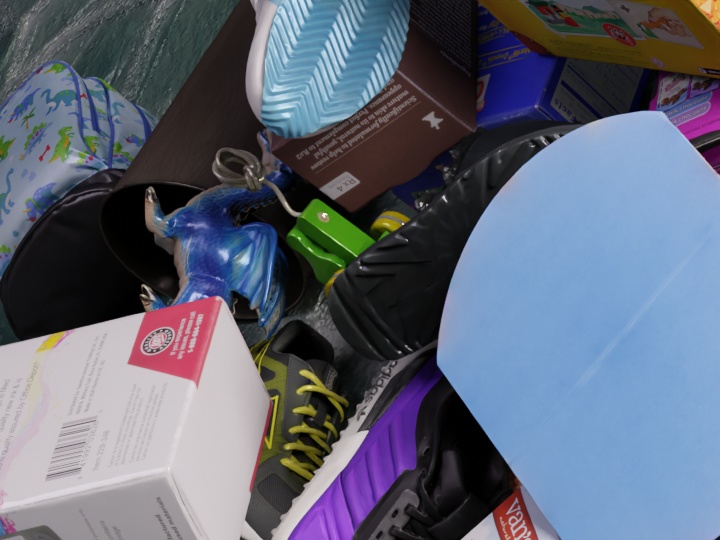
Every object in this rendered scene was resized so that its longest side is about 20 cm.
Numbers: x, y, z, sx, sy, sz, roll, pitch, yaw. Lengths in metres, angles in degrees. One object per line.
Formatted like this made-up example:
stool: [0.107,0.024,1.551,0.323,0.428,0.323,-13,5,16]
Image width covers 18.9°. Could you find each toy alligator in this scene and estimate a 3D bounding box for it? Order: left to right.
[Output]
toy alligator: [0.000,0.000,1.201,0.059,0.199,0.054,-51,-14,-31]

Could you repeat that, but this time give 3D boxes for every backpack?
backpack: [-0.208,-0.061,1.598,0.163,0.153,0.200,-46,16,27]

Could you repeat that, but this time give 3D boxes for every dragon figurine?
dragon figurine: [-0.073,0.004,1.236,0.059,0.098,0.202,83,-172,-72]

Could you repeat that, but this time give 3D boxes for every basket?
basket: [-0.060,-0.091,1.402,0.180,0.136,0.201,-24,34,58]

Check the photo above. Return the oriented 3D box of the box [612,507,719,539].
box: [0.178,0.042,0.963,0.161,0.049,0.201,-33,33,26]

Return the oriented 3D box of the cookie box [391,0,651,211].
cookie box: [0.098,-0.143,1.273,0.171,0.075,0.201,-9,52,51]

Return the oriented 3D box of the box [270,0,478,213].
box: [0.010,-0.143,1.252,0.100,0.075,0.201,-32,39,33]

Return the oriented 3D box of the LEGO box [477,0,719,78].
LEGO box: [0.116,-0.171,1.064,0.077,0.149,0.199,-57,32,-10]

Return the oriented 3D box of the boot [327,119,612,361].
boot: [0.090,-0.040,1.083,0.199,0.077,0.168,-30,8,36]

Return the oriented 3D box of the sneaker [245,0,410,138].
sneaker: [-0.022,-0.142,1.166,0.081,0.076,0.201,-32,31,44]

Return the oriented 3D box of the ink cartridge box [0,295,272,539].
ink cartridge box: [-0.159,0.105,1.149,0.198,0.086,0.148,-14,34,20]

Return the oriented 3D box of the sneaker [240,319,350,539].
sneaker: [-0.045,0.092,1.230,0.085,0.074,0.200,-44,30,14]

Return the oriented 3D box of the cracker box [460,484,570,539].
cracker box: [0.041,0.206,0.959,0.200,0.058,0.134,-44,31,20]

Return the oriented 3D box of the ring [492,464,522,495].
ring: [0.079,0.159,1.032,0.200,0.019,0.201,-36,34,29]

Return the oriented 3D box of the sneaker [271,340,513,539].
sneaker: [0.022,0.122,1.065,0.099,0.069,0.201,3,61,55]

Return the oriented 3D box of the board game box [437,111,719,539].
board game box: [0.123,0.031,0.942,0.158,0.039,0.200,-51,51,19]

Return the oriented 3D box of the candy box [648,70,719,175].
candy box: [0.222,-0.132,1.094,0.136,0.061,0.201,-22,42,42]
